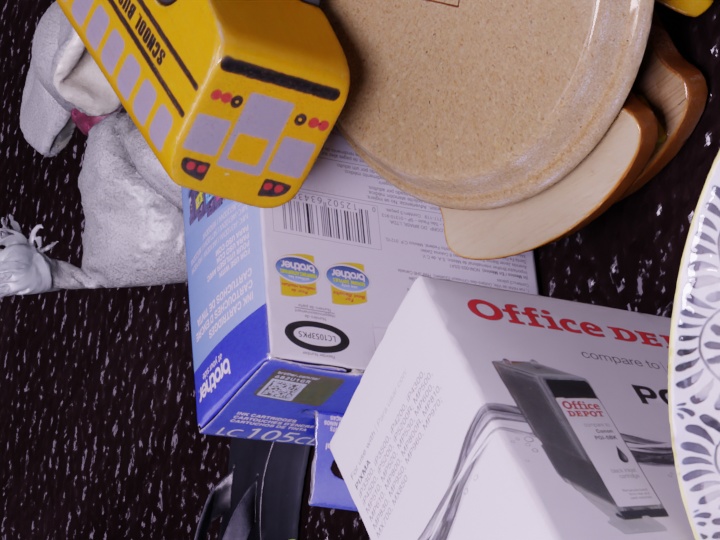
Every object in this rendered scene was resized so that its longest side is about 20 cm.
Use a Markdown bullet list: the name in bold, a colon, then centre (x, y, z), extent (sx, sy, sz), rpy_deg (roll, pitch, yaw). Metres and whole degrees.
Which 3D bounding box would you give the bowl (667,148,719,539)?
- **bowl**: centre (0.185, 0.023, 0.794), extent (0.200, 0.094, 0.202), rpy_deg (-31, 55, 56)

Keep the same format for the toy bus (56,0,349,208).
- **toy bus**: centre (-0.073, -0.112, 1.083), extent (0.079, 0.065, 0.200), rpy_deg (-62, 36, 22)

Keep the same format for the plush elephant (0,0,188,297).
- **plush elephant**: centre (-0.093, -0.073, 1.242), extent (0.165, 0.198, 0.156), rpy_deg (-177, 82, -70)

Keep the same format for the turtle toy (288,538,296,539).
- **turtle toy**: centre (-0.035, 0.216, 1.139), extent (0.101, 0.144, 0.202), rpy_deg (132, 142, -78)

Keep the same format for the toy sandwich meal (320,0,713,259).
- **toy sandwich meal**: centre (0.057, -0.112, 1.050), extent (0.204, 0.070, 0.207), rpy_deg (4, 97, 43)

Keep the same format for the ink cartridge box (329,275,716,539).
- **ink cartridge box**: centre (0.093, 0.099, 0.892), extent (0.083, 0.146, 0.200), rpy_deg (-65, 32, 28)

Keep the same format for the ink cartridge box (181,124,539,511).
- **ink cartridge box**: centre (0.000, 0.000, 1.116), extent (0.076, 0.135, 0.201), rpy_deg (-45, 43, 50)

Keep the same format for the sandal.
- **sandal**: centre (-0.061, 0.130, 1.298), extent (0.076, 0.043, 0.202), rpy_deg (-7, 76, 62)
